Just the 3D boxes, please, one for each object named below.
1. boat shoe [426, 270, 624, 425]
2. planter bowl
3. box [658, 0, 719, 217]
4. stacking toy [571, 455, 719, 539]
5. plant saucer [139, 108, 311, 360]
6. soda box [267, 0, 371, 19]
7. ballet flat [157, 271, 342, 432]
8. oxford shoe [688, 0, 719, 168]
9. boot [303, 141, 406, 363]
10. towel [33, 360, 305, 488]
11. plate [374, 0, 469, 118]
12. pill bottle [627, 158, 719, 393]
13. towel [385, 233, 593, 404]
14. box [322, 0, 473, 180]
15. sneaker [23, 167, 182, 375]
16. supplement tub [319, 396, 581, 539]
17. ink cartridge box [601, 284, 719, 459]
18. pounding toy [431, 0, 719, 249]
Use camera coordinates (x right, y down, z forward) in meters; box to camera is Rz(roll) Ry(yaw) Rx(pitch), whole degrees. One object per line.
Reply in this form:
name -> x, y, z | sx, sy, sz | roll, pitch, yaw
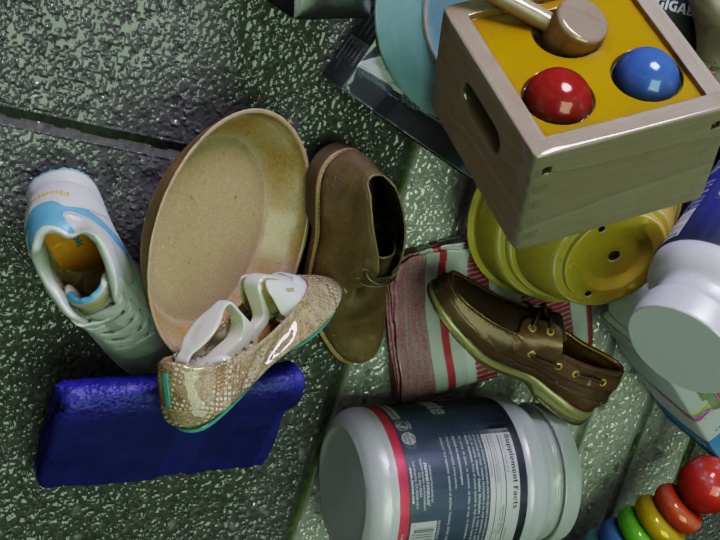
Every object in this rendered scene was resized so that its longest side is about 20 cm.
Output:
boat shoe -> 0.142, 0.054, 1.239 | 0.200, 0.072, 0.068 | 35, 118, -23
planter bowl -> 0.196, -0.033, 1.206 | 0.199, 0.084, 0.201 | -11, 131, -13
box -> 0.288, -0.142, 1.275 | 0.199, 0.050, 0.199 | 10, 108, -26
stacking toy -> 0.271, 0.248, 1.373 | 0.085, 0.086, 0.200 | 33, 114, -30
plant saucer -> -0.109, -0.029, 1.116 | 0.200, 0.035, 0.201 | -36, 135, -46
soda box -> -0.027, -0.289, 1.067 | 0.063, 0.071, 0.201 | -6, 113, -20
ballet flat -> -0.082, 0.042, 1.101 | 0.200, 0.070, 0.066 | -46, 130, -43
oxford shoe -> 0.304, -0.153, 1.211 | 0.075, 0.070, 0.201 | -30, 117, -4
boot -> 0.000, 0.000, 1.189 | 0.073, 0.075, 0.201 | -24, 126, -30
towel -> -0.156, 0.117, 1.162 | 0.199, 0.050, 0.148 | -3, 147, -24
plate -> 0.107, -0.206, 1.126 | 0.199, 0.026, 0.201 | -8, 114, -19
pill bottle -> 0.299, -0.006, 1.157 | 0.200, 0.115, 0.116 | -51, 124, -29
towel -> 0.116, 0.032, 1.287 | 0.199, 0.023, 0.145 | -15, 116, -17
box -> 0.090, -0.194, 1.167 | 0.157, 0.050, 0.200 | 32, 97, -30
sneaker -> -0.194, 0.022, 1.105 | 0.076, 0.081, 0.200 | -25, 123, 11
supplement tub -> 0.075, 0.183, 1.262 | 0.199, 0.140, 0.141 | -2, 111, -22
ink cartridge box -> 0.325, 0.063, 1.325 | 0.144, 0.085, 0.200 | -43, 135, -1
pounding toy -> 0.136, -0.147, 1.054 | 0.183, 0.200, 0.142 | -16, 145, -16
